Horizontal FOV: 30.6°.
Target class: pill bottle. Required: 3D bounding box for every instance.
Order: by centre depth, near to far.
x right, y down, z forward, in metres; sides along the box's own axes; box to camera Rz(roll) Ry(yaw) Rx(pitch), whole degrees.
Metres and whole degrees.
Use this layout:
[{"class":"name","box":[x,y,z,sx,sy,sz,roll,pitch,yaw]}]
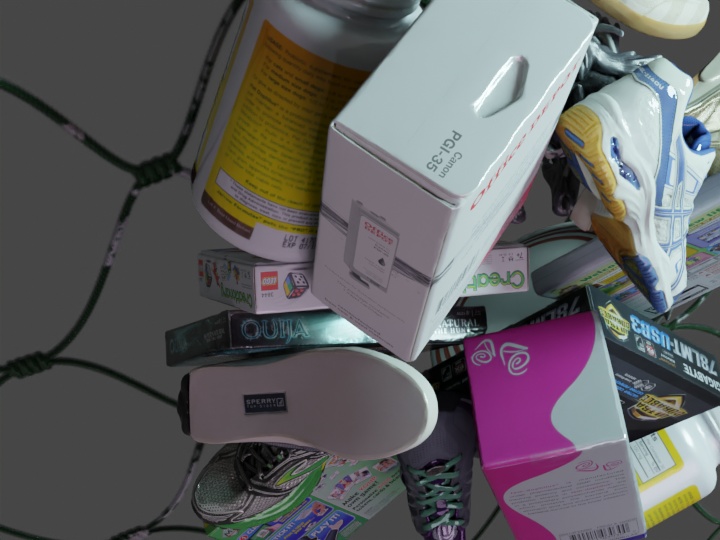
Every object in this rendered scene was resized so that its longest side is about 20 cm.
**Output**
[{"class":"pill bottle","box":[-0.027,-0.111,0.787,0.108,0.110,0.201,2,131,-28]},{"class":"pill bottle","box":[0.257,0.177,1.213,0.198,0.112,0.112,-30,138,4]}]

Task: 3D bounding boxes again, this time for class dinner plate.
[{"class":"dinner plate","box":[0.146,0.032,1.080,0.198,0.024,0.202,-15,137,-14]}]

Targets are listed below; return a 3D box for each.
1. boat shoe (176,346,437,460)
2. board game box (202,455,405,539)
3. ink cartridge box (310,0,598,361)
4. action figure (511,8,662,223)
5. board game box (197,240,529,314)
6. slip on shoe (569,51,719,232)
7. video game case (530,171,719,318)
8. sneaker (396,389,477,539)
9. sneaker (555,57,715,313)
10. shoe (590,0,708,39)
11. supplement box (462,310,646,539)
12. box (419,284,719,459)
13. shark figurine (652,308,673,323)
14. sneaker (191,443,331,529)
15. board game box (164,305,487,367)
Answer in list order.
[{"class":"boat shoe","box":[-0.022,0.085,0.898,0.198,0.076,0.092,1,-178,31]},{"class":"board game box","box":[-0.023,0.176,1.133,0.200,0.029,0.134,-42,135,16]},{"class":"ink cartridge box","box":[0.047,-0.059,0.749,0.147,0.082,0.201,-52,168,-24]},{"class":"action figure","box":[0.122,-0.116,0.867,0.117,0.103,0.201,-13,152,-11]},{"class":"board game box","box":[0.000,0.000,0.905,0.197,0.126,0.035,-4,96,-23]},{"class":"slip on shoe","box":[0.229,-0.088,0.922,0.200,0.061,0.076,-40,165,-23]},{"class":"video game case","box":[0.253,-0.021,0.980,0.199,0.022,0.181,-30,155,32]},{"class":"sneaker","box":[0.066,0.161,1.011,0.073,0.089,0.201,-12,152,1]},{"class":"sneaker","box":[0.192,-0.049,0.835,0.088,0.075,0.200,-36,142,-2]},{"class":"shoe","box":[0.157,-0.200,0.820,0.198,0.070,0.053,16,132,-35]},{"class":"supplement box","box":[0.145,0.126,0.963,0.100,0.105,0.200,-12,150,9]},{"class":"box","box":[0.163,0.100,1.068,0.197,0.050,0.199,-31,142,32]},{"class":"shark figurine","box":[0.299,0.012,1.092,0.214,0.090,0.128,-43,134,14]},{"class":"sneaker","box":[-0.055,0.127,1.020,0.199,0.078,0.085,-38,154,9]},{"class":"board game box","box":[-0.026,0.047,0.947,0.198,0.029,0.135,0,171,-27]}]
